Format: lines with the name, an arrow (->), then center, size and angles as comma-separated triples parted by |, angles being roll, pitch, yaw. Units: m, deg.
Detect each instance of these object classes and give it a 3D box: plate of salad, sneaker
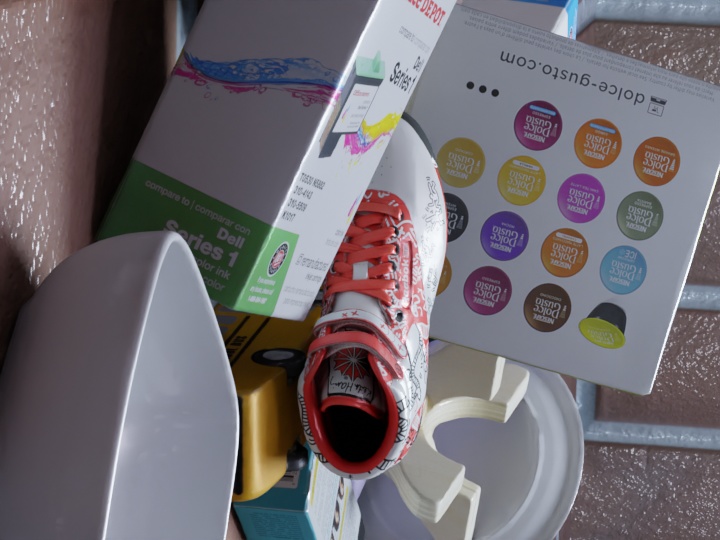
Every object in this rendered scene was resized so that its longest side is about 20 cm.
plate of salad -> 0.075, 0.145, 1.797 | 0.048, 0.199, 0.201 | 38, 55, -57
sneaker -> 0.007, 0.014, 1.315 | 0.108, 0.067, 0.202 | -36, 129, -79

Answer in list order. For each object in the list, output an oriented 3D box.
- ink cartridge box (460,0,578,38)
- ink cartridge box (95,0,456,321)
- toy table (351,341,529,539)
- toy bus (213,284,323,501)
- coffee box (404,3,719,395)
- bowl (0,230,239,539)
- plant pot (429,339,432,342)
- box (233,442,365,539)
ink cartridge box -> 0.096, -0.109, 1.772 | 0.200, 0.084, 0.147 | -58, 154, -57
ink cartridge box -> -0.037, -0.083, 1.227 | 0.201, 0.084, 0.145 | -65, 167, 3
toy table -> 0.035, 0.102, 1.705 | 0.184, 0.117, 0.201 | -57, 158, -43
toy bus -> -0.060, 0.064, 1.361 | 0.200, 0.078, 0.065 | -57, 148, -70
coffee box -> 0.094, -0.052, 1.537 | 0.200, 0.199, 0.199 | -142, -112, -77
bowl -> -0.115, 0.098, 1.084 | 0.200, 0.074, 0.201 | 77, 20, -58
plant pot -> 0.081, 0.143, 2.025 | 0.141, 0.141, 0.201 | -68, 167, -59
box -> -0.038, 0.163, 1.597 | 0.200, 0.049, 0.083 | 77, 20, -58
